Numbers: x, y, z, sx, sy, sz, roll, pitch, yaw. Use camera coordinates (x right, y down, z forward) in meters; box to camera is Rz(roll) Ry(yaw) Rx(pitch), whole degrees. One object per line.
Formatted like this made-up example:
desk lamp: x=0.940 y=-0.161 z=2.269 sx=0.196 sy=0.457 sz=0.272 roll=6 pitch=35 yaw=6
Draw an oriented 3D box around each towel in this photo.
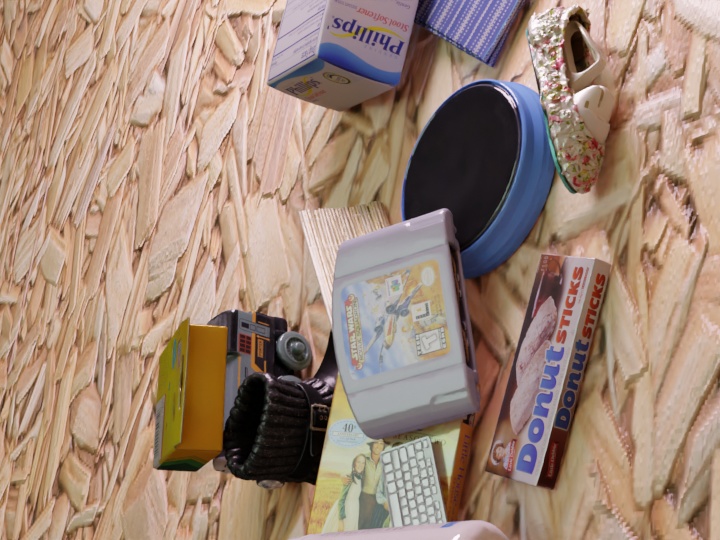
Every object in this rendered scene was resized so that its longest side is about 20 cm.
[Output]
towel: x=0.123 y=-0.309 z=1.484 sx=0.145 sy=0.024 sz=0.200 roll=-61 pitch=35 yaw=12

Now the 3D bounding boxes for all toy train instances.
toy train: x=-0.118 y=0.137 z=1.526 sx=0.085 sy=0.113 sz=0.201 roll=-31 pitch=50 yaw=46

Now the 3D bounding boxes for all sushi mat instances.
sushi mat: x=0.000 y=0.000 z=1.448 sx=0.012 sy=0.095 sz=0.201 roll=90 pitch=167 yaw=-46

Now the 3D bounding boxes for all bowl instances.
bowl: x=0.110 y=-0.094 z=1.373 sx=0.200 sy=0.039 sz=0.202 roll=-31 pitch=49 yaw=45

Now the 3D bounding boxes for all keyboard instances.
keyboard: x=0.057 y=0.252 z=1.248 sx=0.056 sy=0.011 sz=0.201 roll=-20 pitch=66 yaw=22

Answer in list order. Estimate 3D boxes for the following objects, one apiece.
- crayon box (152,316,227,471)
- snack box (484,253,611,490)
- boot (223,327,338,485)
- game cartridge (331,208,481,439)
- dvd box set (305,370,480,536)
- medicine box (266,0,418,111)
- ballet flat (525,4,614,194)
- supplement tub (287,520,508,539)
crayon box: x=-0.171 y=0.130 z=1.413 sx=0.200 sy=0.050 sz=0.128 roll=137 pitch=136 yaw=-70
snack box: x=0.163 y=0.086 z=1.215 sx=0.072 sy=0.024 sz=0.201 roll=7 pitch=79 yaw=56
boot: x=-0.050 y=0.115 z=1.394 sx=0.079 sy=0.157 sz=0.213 roll=-22 pitch=57 yaw=50
game cartridge: x=0.038 y=0.051 z=1.310 sx=0.132 sy=0.042 sz=0.201 roll=-16 pitch=65 yaw=19
dvd box set: x=0.027 y=0.194 z=1.308 sx=0.145 sy=0.029 sz=0.201 roll=5 pitch=76 yaw=30
medicine box: x=-0.013 y=-0.299 z=1.569 sx=0.182 sy=0.102 sz=0.201 roll=173 pitch=111 yaw=-69
ballet flat: x=0.194 y=-0.164 z=1.258 sx=0.064 sy=0.075 sz=0.201 roll=-26 pitch=55 yaw=28
supplement tub: x=0.027 y=0.282 z=1.175 sx=0.199 sy=0.132 sz=0.133 roll=-12 pitch=63 yaw=34
